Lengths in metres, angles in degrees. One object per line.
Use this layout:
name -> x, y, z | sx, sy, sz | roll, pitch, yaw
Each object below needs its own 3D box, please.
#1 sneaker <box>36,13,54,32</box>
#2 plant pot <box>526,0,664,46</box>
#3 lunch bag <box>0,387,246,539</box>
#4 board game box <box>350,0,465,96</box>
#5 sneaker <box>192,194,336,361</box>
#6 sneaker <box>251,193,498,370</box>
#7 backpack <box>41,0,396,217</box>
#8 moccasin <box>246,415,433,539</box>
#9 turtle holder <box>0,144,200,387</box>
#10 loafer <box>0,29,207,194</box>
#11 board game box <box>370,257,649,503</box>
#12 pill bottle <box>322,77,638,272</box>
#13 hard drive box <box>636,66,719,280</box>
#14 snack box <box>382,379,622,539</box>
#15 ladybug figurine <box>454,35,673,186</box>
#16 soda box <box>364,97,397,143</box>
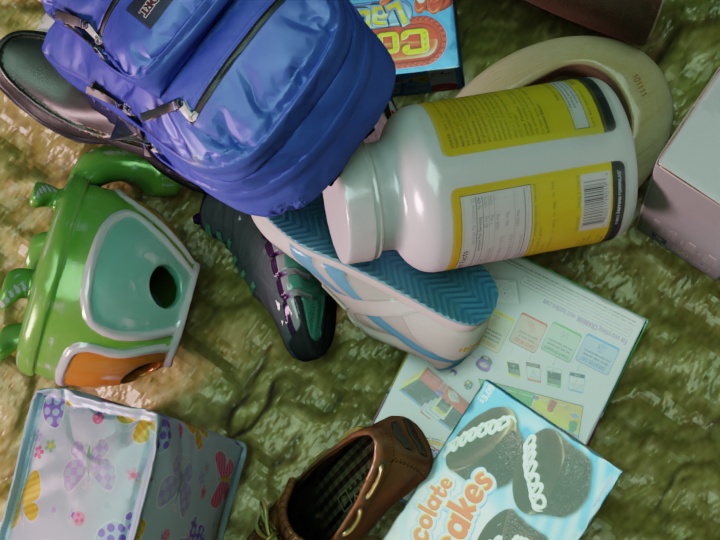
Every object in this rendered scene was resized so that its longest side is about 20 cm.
sneaker -> -0.175, -0.197, 1.249 | 0.198, 0.078, 0.101 | 0, 68, 32
plant pot -> 0.128, -0.274, 1.184 | 0.197, 0.187, 0.189 | 11, 81, 1
lunch bag -> -0.169, 0.198, 1.151 | 0.126, 0.170, 0.203 | 13, 81, 20
board game box -> -0.026, -0.232, 1.273 | 0.197, 0.056, 0.199 | -7, 79, 5
sneaker -> -0.078, -0.020, 1.244 | 0.087, 0.074, 0.202 | -20, 71, 21
sneaker -> 0.000, 0.000, 1.170 | 0.199, 0.081, 0.077 | 34, 53, 13
backpack -> -0.093, -0.134, 1.033 | 0.199, 0.168, 0.163 | 38, 94, 30
moccasin -> -0.034, 0.177, 1.158 | 0.201, 0.077, 0.074 | -41, 60, 31
turtle holder -> -0.188, 0.002, 1.222 | 0.130, 0.142, 0.187 | 16, 41, -6
loafer -> -0.169, -0.121, 1.174 | 0.198, 0.072, 0.074 | 22, 81, -10
board game box -> 0.101, 0.094, 1.207 | 0.152, 0.040, 0.202 | 27, 84, 10
pill bottle -> 0.078, -0.061, 1.106 | 0.197, 0.112, 0.114 | -10, 78, -11
hard drive box -> 0.269, -0.092, 1.141 | 0.076, 0.200, 0.157 | 34, 85, 11
snack box -> 0.082, 0.192, 1.151 | 0.115, 0.037, 0.201 | 32, 90, 11
ladybug figurine -> 0.135, -0.093, 1.215 | 0.198, 0.072, 0.137 | -25, 87, -5
soda box -> -0.019, -0.131, 1.197 | 0.070, 0.063, 0.202 | -21, 110, 11
